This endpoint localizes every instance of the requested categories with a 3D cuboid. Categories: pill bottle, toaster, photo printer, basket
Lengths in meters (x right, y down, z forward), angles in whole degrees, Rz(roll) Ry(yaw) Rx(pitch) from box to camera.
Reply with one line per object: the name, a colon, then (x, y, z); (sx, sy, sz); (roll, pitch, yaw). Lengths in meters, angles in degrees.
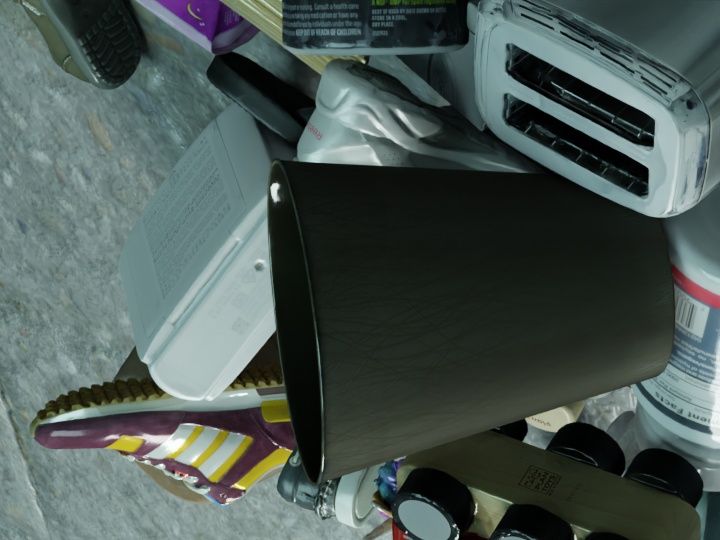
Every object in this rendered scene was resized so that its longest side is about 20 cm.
pill bottle: (0.215, 0.031, 1.407); (0.120, 0.120, 0.200); (33, 145, 23)
toaster: (0.155, -0.112, 1.321); (0.200, 0.129, 0.114); (31, 144, 25)
pill bottle: (0.007, -0.221, 1.361); (0.106, 0.106, 0.200); (7, 100, 47)
photo printer: (-0.090, -0.023, 1.628); (0.069, 0.166, 0.200); (33, -166, -23)
basket: (0.060, 0.015, 1.343); (0.136, 0.200, 0.180); (-144, 47, -75)

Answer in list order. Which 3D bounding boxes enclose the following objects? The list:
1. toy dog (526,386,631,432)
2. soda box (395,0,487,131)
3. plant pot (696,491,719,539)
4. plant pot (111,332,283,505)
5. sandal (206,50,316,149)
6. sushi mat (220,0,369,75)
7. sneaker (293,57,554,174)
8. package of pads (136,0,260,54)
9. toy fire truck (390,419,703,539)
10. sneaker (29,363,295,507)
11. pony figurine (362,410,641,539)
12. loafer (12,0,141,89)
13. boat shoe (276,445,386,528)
toy dog: (0.143, 0.029, 1.491); (0.096, 0.132, 0.200); (17, 169, 17)
soda box: (0.028, -0.179, 1.463); (0.200, 0.063, 0.068); (42, 147, 11)
plant pot: (0.255, 0.245, 1.538); (0.134, 0.200, 0.200); (14, 141, 3)
plant pot: (-0.081, 0.075, 1.755); (0.200, 0.175, 0.200); (30, 143, 26)
sandal: (-0.009, -0.092, 1.592); (0.200, 0.075, 0.048); (35, 106, 6)
sushi mat: (-0.068, -0.190, 1.484); (0.200, 0.012, 0.096); (37, 141, 14)
sneaker: (0.039, -0.053, 1.488); (0.200, 0.099, 0.078); (23, -162, -30)
package of pads: (-0.140, -0.239, 1.591); (0.200, 0.076, 0.121); (36, 147, 19)
toy fire truck: (0.121, 0.179, 1.493); (0.176, 0.129, 0.200); (18, 137, 22)
sneaker: (-0.117, 0.117, 1.626); (0.075, 0.200, 0.090); (-138, 43, -77)
pony figurine: (0.101, 0.146, 1.621); (0.167, 0.193, 0.200); (41, 172, 40)
loafer: (-0.226, -0.214, 1.720); (0.070, 0.075, 0.200); (4, 127, 43)
boat shoe: (0.008, 0.081, 1.623); (0.060, 0.200, 0.076); (16, 135, 18)
